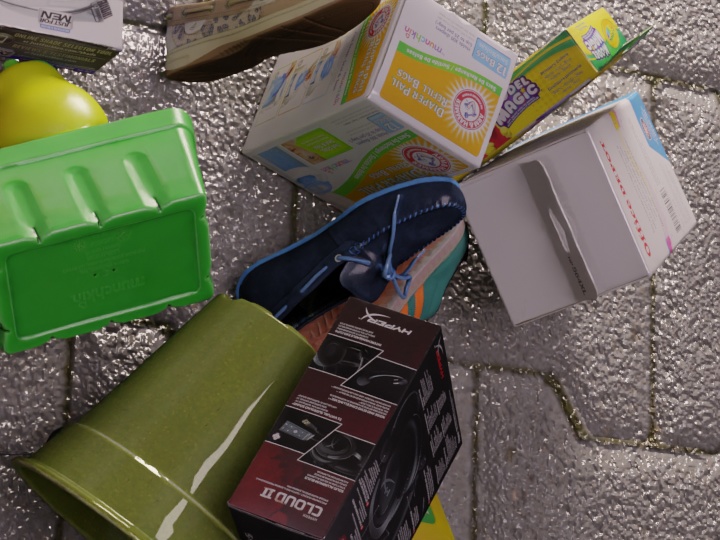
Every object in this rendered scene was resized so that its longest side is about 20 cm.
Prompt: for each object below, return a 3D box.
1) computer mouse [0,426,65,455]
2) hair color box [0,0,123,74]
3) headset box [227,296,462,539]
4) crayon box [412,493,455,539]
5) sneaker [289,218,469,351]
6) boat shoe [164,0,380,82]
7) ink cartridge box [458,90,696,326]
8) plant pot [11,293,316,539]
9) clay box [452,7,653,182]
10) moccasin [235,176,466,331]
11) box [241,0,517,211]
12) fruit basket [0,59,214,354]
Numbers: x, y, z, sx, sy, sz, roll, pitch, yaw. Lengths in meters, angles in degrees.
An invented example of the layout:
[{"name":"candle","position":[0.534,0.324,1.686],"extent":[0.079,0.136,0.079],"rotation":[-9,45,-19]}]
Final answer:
[{"name":"computer mouse","position":[-0.255,0.133,1.466],"extent":[0.199,0.034,0.059],"rotation":[9,76,-29]},{"name":"hair color box","position":[-0.236,-0.258,1.524],"extent":[0.109,0.065,0.201],"rotation":[9,71,-29]},{"name":"headset box","position":[-0.010,0.145,1.376],"extent":[0.200,0.077,0.149],"rotation":[-59,154,-29]},{"name":"crayon box","position":[-0.002,0.174,1.524],"extent":[0.119,0.058,0.200],"rotation":[16,39,-38]},{"name":"sneaker","position":[0.017,0.031,1.620],"extent":[0.200,0.071,0.080],"rotation":[-44,146,-10]},{"name":"boat shoe","position":[-0.074,-0.197,1.539],"extent":[0.073,0.200,0.063],"rotation":[6,72,-55]},{"name":"ink cartridge box","position":[0.173,-0.050,1.644],"extent":[0.129,0.125,0.200],"rotation":[66,26,-4]},{"name":"plant pot","position":[-0.110,0.124,1.434],"extent":[0.200,0.200,0.190],"rotation":[43,74,-17]},{"name":"clay box","position":[0.139,-0.144,1.630],"extent":[0.048,0.200,0.115],"rotation":[52,26,1]},{"name":"moccasin","position":[0.000,0.000,1.555],"extent":[0.080,0.200,0.068],"rotation":[30,35,-49]},{"name":"box","position":[0.013,-0.128,1.571],"extent":[0.112,0.200,0.102],"rotation":[29,67,-23]},{"name":"fruit basket","position":[-0.218,-0.055,1.476],"extent":[0.215,0.215,0.156],"rotation":[-26,131,-31]}]
